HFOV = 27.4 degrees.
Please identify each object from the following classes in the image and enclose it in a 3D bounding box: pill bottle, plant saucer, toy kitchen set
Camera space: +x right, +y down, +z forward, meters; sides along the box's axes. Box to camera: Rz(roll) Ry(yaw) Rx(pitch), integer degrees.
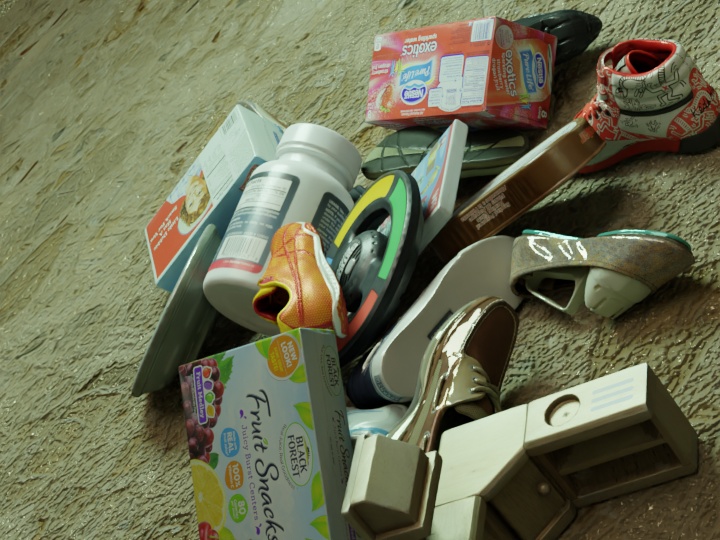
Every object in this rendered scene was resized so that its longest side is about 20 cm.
[{"bbox_3d":[-0.072,-0.044,1.519,0.119,0.119,0.201,-5,54,47],"label":"pill bottle"},{"bbox_3d":[-0.181,0.050,1.572,0.200,0.050,0.202,-156,90,-87],"label":"plant saucer"},{"bbox_3d":[0.109,0.156,0.994,0.179,0.163,0.201,-23,32,29],"label":"toy kitchen set"}]

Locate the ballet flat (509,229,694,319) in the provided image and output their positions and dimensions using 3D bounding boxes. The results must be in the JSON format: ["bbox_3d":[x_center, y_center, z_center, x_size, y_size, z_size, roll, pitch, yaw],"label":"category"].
[{"bbox_3d":[0.196,0.006,1.230,0.199,0.068,0.068,1,67,58],"label":"ballet flat"}]

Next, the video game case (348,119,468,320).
[{"bbox_3d":[0.038,-0.038,1.435,0.200,0.017,0.144,-50,17,38],"label":"video game case"}]

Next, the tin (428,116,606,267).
[{"bbox_3d":[0.140,-0.072,1.359,0.200,0.042,0.112,-37,-1,36],"label":"tin"}]

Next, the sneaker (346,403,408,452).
[{"bbox_3d":[-0.033,0.160,1.280,0.199,0.075,0.087,-14,24,34],"label":"sneaker"}]

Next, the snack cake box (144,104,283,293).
[{"bbox_3d":[-0.161,-0.074,1.688,0.200,0.067,0.115,-50,35,21],"label":"snack cake box"}]

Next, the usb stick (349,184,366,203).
[{"bbox_3d":[-0.064,-0.016,1.597,0.200,0.033,0.055,-42,27,-4],"label":"usb stick"}]

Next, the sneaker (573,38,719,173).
[{"bbox_3d":[0.233,-0.155,1.355,0.200,0.108,0.067,-5,42,47],"label":"sneaker"}]

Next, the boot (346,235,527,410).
[{"bbox_3d":[0.067,0.045,1.314,0.200,0.073,0.090,-40,5,-27],"label":"boot"}]

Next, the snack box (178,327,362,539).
[{"bbox_3d":[-0.073,0.162,1.210,0.141,0.053,0.202,-18,74,34],"label":"snack box"}]

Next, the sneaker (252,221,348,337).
[{"bbox_3d":[-0.065,0.007,1.346,0.076,0.074,0.200,-11,22,-8],"label":"sneaker"}]

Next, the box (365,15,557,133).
[{"bbox_3d":[0.103,-0.200,1.558,0.199,0.095,0.101,2,83,52],"label":"box"}]

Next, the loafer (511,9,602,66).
[{"bbox_3d":[0.179,-0.240,1.605,0.070,0.069,0.200,-16,4,-37],"label":"loafer"}]

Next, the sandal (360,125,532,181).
[{"bbox_3d":[0.086,-0.106,1.528,0.200,0.058,0.080,4,43,34],"label":"sandal"}]

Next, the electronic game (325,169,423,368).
[{"bbox_3d":[0.000,0.000,1.372,0.200,0.041,0.201,-53,22,33],"label":"electronic game"}]

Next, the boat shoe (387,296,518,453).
[{"bbox_3d":[0.082,0.111,1.177,0.072,0.076,0.201,-3,55,53],"label":"boat shoe"}]

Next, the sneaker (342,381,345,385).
[{"bbox_3d":[-0.076,0.130,1.337,0.086,0.077,0.200,-69,13,-21],"label":"sneaker"}]

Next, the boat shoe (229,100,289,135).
[{"bbox_3d":[-0.088,-0.135,1.752,0.076,0.071,0.200,-54,46,18],"label":"boat shoe"}]
